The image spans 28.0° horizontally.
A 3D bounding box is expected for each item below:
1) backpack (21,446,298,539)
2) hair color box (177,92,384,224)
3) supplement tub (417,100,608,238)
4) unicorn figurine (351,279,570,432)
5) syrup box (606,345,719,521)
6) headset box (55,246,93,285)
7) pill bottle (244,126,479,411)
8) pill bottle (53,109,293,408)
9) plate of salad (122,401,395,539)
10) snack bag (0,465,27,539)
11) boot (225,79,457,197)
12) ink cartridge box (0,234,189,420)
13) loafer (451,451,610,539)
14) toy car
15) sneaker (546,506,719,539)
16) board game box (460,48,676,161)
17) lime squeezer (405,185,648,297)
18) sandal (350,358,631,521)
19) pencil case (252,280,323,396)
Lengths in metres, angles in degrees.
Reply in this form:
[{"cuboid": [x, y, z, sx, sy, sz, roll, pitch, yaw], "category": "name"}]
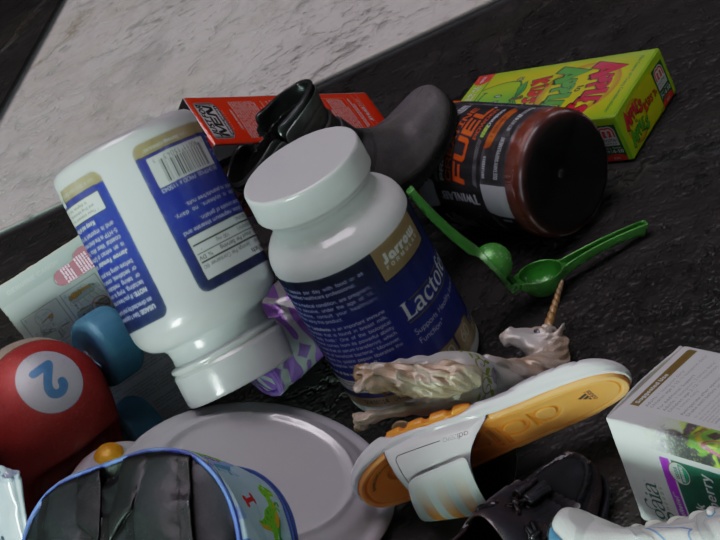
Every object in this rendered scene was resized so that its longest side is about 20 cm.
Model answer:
[{"cuboid": [-0.107, 0.212, 0.843, 0.181, 0.147, 0.202, -17, 72, 23], "category": "backpack"}, {"cuboid": [-0.075, -0.095, 1.239, 0.198, 0.102, 0.061, -8, 51, -40], "category": "hair color box"}, {"cuboid": [0.107, -0.089, 1.225, 0.107, 0.108, 0.199, -44, 29, -23], "category": "supplement tub"}, {"cuboid": [0.073, 0.075, 1.004, 0.136, 0.075, 0.200, -15, 5, 17], "category": "unicorn figurine"}, {"cuboid": [0.238, 0.108, 0.788, 0.081, 0.079, 0.199, -37, 27, -28], "category": "syrup box"}, {"cuboid": [-0.202, 0.019, 1.303, 0.199, 0.149, 0.077, -37, 70, -11], "category": "headset box"}, {"cuboid": [0.000, 0.000, 1.082, 0.115, 0.201, 0.116, -23, 28, 14], "category": "pill bottle"}, {"cuboid": [-0.134, -0.006, 1.083, 0.119, 0.202, 0.120, -26, 3, 1], "category": "pill bottle"}, {"cuboid": [-0.074, 0.160, 1.014, 0.197, 0.049, 0.201, 3, 31, -2], "category": "plate of salad"}, {"cuboid": [-0.260, 0.214, 1.009, 0.021, 0.202, 0.188, -19, 15, -36], "category": "snack bag"}, {"cuboid": [-0.010, -0.106, 1.151, 0.069, 0.132, 0.201, 6, 53, 49], "category": "boot"}, {"cuboid": [-0.192, 0.040, 1.209, 0.162, 0.201, 0.057, -33, 30, -5], "category": "ink cartridge box"}, {"cuboid": [0.079, 0.176, 0.863, 0.072, 0.063, 0.200, 8, 47, 50], "category": "loafer"}, {"cuboid": [-0.195, 0.152, 1.085, 0.199, 0.179, 0.184, 20, 43, 41], "category": "toy car"}, {"cuboid": [0.184, 0.151, 0.759, 0.199, 0.075, 0.088, 19, 90, 48], "category": "sneaker"}, {"cuboid": [0.173, -0.141, 1.306, 0.199, 0.048, 0.102, -3, 38, 43], "category": "board game box"}, {"cuboid": [0.122, -0.015, 1.100, 0.198, 0.071, 0.038, 8, 35, -17], "category": "lime squeezer"}, {"cuboid": [0.083, 0.121, 0.931, 0.205, 0.079, 0.060, -28, 53, 22], "category": "sandal"}, {"cuboid": [-0.032, 0.017, 1.211, 0.200, 0.086, 0.084, -40, -3, -22], "category": "pencil case"}]
